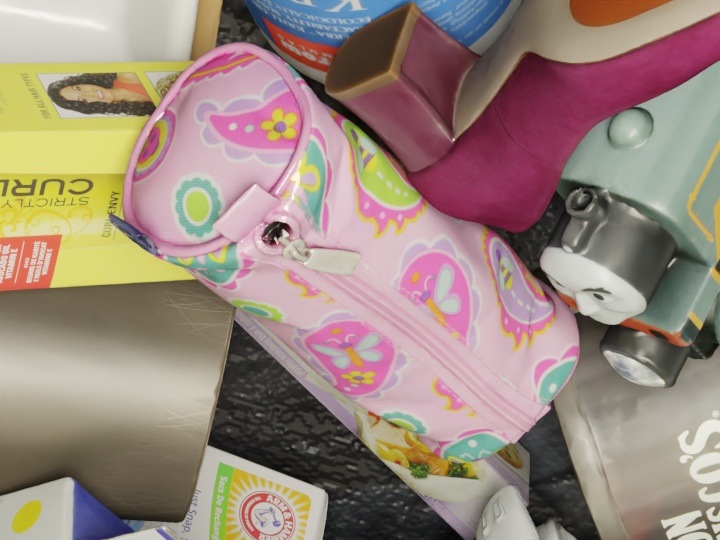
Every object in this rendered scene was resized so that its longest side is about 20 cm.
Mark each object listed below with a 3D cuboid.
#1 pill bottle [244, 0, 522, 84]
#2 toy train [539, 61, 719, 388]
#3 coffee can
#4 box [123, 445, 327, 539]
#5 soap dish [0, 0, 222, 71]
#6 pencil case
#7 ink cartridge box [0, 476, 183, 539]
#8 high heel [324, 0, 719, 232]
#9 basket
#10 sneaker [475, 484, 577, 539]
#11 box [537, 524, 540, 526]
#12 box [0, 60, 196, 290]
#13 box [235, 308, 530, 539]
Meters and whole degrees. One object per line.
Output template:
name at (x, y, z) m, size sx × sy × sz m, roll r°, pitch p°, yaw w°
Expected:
pill bottle at (0.003, -0.130, 0.723) m, size 0.111 × 0.113 × 0.200 m, roll -11°, pitch 157°, yaw 8°
toy train at (0.133, -0.058, 0.751) m, size 0.114 × 0.085 × 0.201 m, roll 41°, pitch 76°, yaw -48°
coffee can at (0.187, 0.037, 0.848) m, size 0.199 × 0.147 × 0.147 m, roll -19°, pitch 119°, yaw 12°
box at (-0.130, 0.131, 0.923) m, size 0.199 × 0.102 × 0.113 m, roll 22°, pitch 140°, yaw -11°
soap dish at (-0.124, -0.150, 0.779) m, size 0.156 × 0.081 × 0.201 m, roll 9°, pitch 122°, yaw -4°
pencil case at (0.000, 0.000, 0.748) m, size 0.087 × 0.088 × 0.200 m, roll -31°, pitch 139°, yaw 19°
ink cartridge box at (-0.093, 0.156, 0.828) m, size 0.199 × 0.047 × 0.198 m, roll -18°, pitch 133°, yaw 29°
high heel at (0.082, -0.060, 0.646) m, size 0.096 × 0.068 × 0.199 m, roll 37°, pitch 155°, yaw -29°
basket at (-0.155, 0.026, 0.820) m, size 0.198 × 0.181 × 0.136 m, roll 13°, pitch 146°, yaw -6°
sneaker at (0.042, 0.151, 0.924) m, size 0.075 × 0.200 × 0.115 m, roll 41°, pitch 85°, yaw -29°
box at (0.029, 0.228, 0.975) m, size 0.038 × 0.137 × 0.200 m, roll 40°, pitch 115°, yaw -23°
box at (-0.121, -0.034, 0.744) m, size 0.199 × 0.050 × 0.076 m, roll -3°, pitch 129°, yaw -29°
box at (0.001, 0.042, 0.918) m, size 0.039 × 0.042 × 0.200 m, roll -35°, pitch 114°, yaw 23°
